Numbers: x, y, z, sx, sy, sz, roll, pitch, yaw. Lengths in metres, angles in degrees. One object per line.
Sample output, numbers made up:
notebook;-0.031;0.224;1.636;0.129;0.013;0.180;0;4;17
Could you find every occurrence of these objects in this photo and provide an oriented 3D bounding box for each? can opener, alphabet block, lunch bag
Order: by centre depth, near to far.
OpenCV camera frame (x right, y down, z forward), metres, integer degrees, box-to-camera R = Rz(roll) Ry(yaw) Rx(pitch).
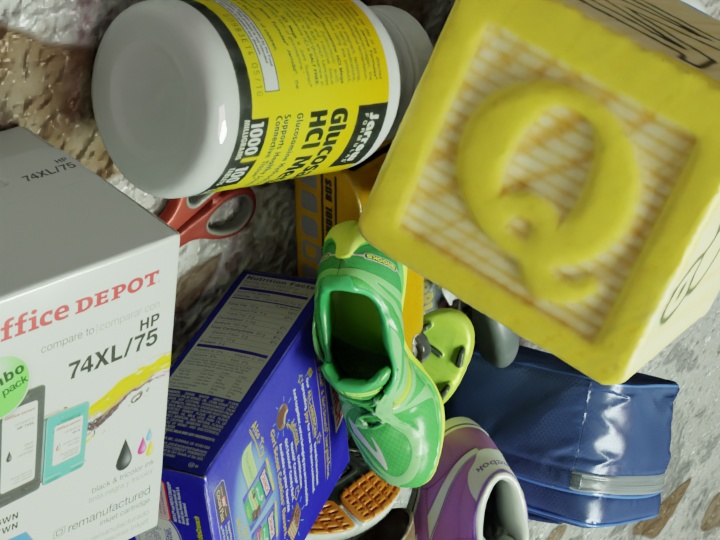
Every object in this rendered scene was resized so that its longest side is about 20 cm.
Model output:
alphabet block;0.149;-0.072;1.108;0.200;0.196;0.196;-23;139;-63
can opener;0.082;-0.008;1.311;0.053;0.066;0.200;-44;139;-15
lunch bag;0.144;0.136;1.422;0.136;0.200;0.133;6;94;-51

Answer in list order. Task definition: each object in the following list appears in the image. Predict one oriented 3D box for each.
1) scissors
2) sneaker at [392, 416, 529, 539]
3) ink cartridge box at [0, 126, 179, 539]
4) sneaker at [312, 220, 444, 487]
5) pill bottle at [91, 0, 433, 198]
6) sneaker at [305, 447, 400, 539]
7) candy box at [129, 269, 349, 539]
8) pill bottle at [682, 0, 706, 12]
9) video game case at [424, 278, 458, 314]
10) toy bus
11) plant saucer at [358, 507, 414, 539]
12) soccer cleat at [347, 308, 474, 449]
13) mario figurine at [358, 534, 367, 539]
scissors;-0.138;-0.015;1.108;0.200;0.014;0.073;-35;143;-27
sneaker;0.075;0.225;1.336;0.073;0.114;0.201;-3;115;-24
ink cartridge box;-0.203;0.052;0.961;0.147;0.146;0.200;-22;133;-40
sneaker;0.002;0.066;1.151;0.084;0.074;0.200;-59;142;-51
pill bottle;-0.050;-0.109;1.048;0.200;0.112;0.113;-14;127;-45
sneaker;-0.057;0.203;1.287;0.200;0.076;0.092;-28;149;-32
candy box;-0.080;0.124;1.168;0.200;0.077;0.169;-55;150;-46
pill bottle;0.160;-0.126;1.291;0.112;0.112;0.200;14;105;-54
video game case;0.063;0.000;1.360;0.200;0.018;0.143;-23;133;-40
toy bus;0.000;0.000;1.217;0.065;0.078;0.200;-33;137;-38
plant saucer;-0.035;0.250;1.314;0.200;0.035;0.200;-35;-175;4
soccer cleat;0.029;0.103;1.356;0.200;0.065;0.084;-62;176;26
mario figurine;0.017;0.243;1.474;0.200;0.106;0.124;-29;104;-49
